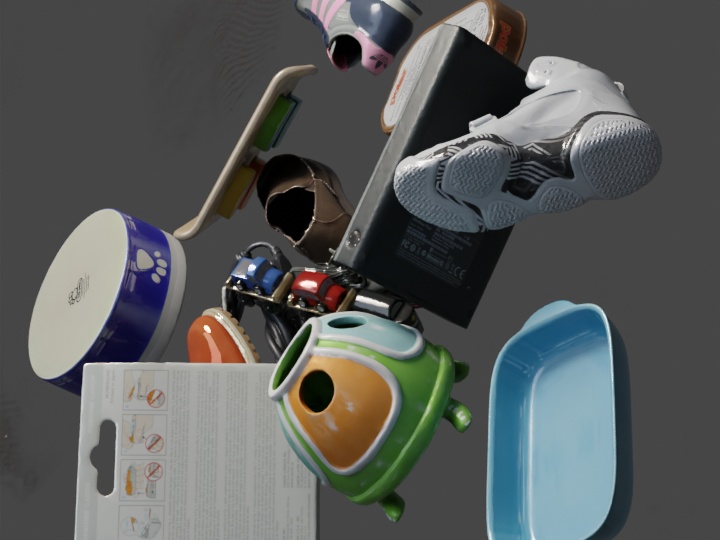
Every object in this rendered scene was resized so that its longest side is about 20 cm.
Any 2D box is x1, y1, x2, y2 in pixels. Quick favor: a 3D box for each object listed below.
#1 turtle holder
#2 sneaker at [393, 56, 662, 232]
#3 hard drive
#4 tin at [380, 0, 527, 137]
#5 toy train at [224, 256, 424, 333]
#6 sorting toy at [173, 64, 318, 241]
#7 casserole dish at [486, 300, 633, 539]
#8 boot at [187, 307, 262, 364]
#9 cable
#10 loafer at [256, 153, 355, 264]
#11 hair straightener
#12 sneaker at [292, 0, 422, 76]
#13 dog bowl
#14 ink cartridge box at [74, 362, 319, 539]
[{"bbox_3d":[0.004,0.089,1.217,0.141,0.131,0.186,-51,13,36],"label":"turtle holder"},{"bbox_3d":[0.120,-0.097,1.187,0.197,0.076,0.116,-10,38,3],"label":"sneaker"},{"bbox_3d":[0.075,-0.071,1.228,0.033,0.139,0.202,22,86,50],"label":"hard drive"},{"bbox_3d":[0.076,-0.169,1.348,0.200,0.042,0.113,-17,46,66],"label":"tin"},{"bbox_3d":[-0.036,0.024,1.337,0.198,0.046,0.034,14,54,31],"label":"toy train"},{"bbox_3d":[-0.105,-0.116,1.550,0.201,0.036,0.185,-56,2,8],"label":"sorting toy"},{"bbox_3d":[0.143,0.118,1.098,0.121,0.039,0.202,-29,46,42],"label":"casserole dish"},{"bbox_3d":[-0.134,0.130,1.354,0.075,0.106,0.203,-36,62,55],"label":"boot"},{"bbox_3d":[-0.102,0.085,1.435,0.163,0.050,0.202,-50,43,35],"label":"cable"},{"bbox_3d":[-0.055,-0.065,1.471,0.074,0.071,0.200,-58,33,8],"label":"loafer"},{"bbox_3d":[0.000,0.000,1.347,0.199,0.077,0.041,-4,47,57],"label":"hair straightener"},{"bbox_3d":[-0.021,-0.240,1.544,0.199,0.070,0.083,21,83,59],"label":"sneaker"},{"bbox_3d":[-0.276,0.038,1.705,0.199,0.078,0.202,-34,43,38],"label":"dog bowl"},{"bbox_3d":[-0.132,0.159,1.300,0.047,0.197,0.162,100,171,-74],"label":"ink cartridge box"}]
